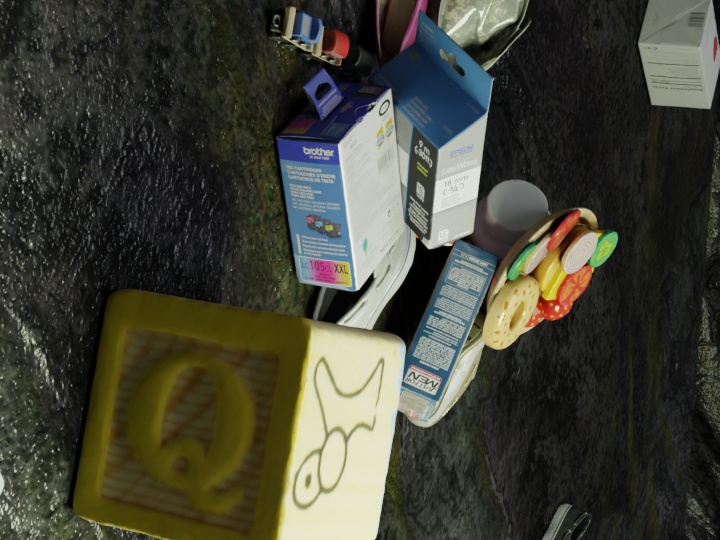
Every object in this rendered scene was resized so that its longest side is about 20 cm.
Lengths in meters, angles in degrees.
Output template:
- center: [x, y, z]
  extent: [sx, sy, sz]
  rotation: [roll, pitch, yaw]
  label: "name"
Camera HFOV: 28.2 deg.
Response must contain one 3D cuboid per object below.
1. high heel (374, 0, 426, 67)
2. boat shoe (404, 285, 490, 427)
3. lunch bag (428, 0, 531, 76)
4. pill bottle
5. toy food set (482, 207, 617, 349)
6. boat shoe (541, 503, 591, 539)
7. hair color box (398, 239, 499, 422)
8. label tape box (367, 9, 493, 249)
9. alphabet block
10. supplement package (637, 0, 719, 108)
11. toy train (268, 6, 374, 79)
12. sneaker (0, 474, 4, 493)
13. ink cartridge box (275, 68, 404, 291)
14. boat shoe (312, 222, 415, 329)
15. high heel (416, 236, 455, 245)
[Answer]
- center: [0.040, -0.313, 1.515]
  extent: [0.096, 0.067, 0.201]
  rotation: [-63, 163, -51]
  label: "high heel"
- center: [0.114, 0.106, 1.809]
  extent: [0.200, 0.075, 0.068]
  rotation: [-56, 154, -11]
  label: "boat shoe"
- center: [0.132, -0.313, 1.624]
  extent: [0.164, 0.117, 0.201]
  rotation: [-103, -158, -78]
  label: "lunch bag"
- center: [0.187, -0.028, 1.837]
  extent: [0.200, 0.109, 0.110]
  rotation: [96, 15, -58]
  label: "pill bottle"
- center: [0.229, 0.006, 1.757]
  extent: [0.200, 0.049, 0.198]
  rotation: [-3, 126, -52]
  label: "toy food set"
- center: [0.350, 0.483, 2.491]
  extent: [0.200, 0.056, 0.069]
  rotation: [-56, 146, -45]
  label: "boat shoe"
- center: [0.099, 0.074, 1.723]
  extent: [0.100, 0.060, 0.201]
  rotation: [103, 12, -70]
  label: "hair color box"
- center: [0.065, -0.146, 1.495]
  extent: [0.063, 0.144, 0.200]
  rotation: [-20, 137, -23]
  label: "label tape box"
- center: [-0.095, 0.128, 1.203]
  extent: [0.200, 0.196, 0.196]
  rotation: [17, 81, -66]
  label: "alphabet block"
- center: [0.609, -0.414, 2.717]
  extent: [0.200, 0.119, 0.122]
  rotation: [57, 45, -56]
  label: "supplement package"
- center: [-0.034, -0.222, 1.415]
  extent: [0.200, 0.046, 0.034]
  rotation: [12, 86, -66]
  label: "toy train"
- center: [-0.303, 0.109, 0.898]
  extent: [0.071, 0.073, 0.200]
  rotation: [-60, 140, -23]
  label: "sneaker"
- center: [-0.018, -0.101, 1.451]
  extent: [0.137, 0.076, 0.201]
  rotation: [-52, 144, -51]
  label: "ink cartridge box"
- center: [0.000, 0.000, 1.541]
  extent: [0.200, 0.072, 0.066]
  rotation: [-59, 153, -27]
  label: "boat shoe"
- center: [0.102, -0.082, 1.730]
  extent: [0.200, 0.067, 0.096]
  rotation: [1, 106, -71]
  label: "high heel"
